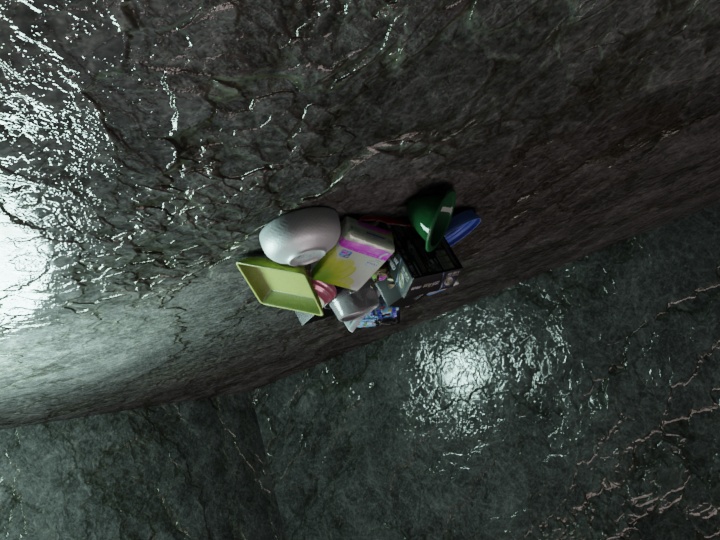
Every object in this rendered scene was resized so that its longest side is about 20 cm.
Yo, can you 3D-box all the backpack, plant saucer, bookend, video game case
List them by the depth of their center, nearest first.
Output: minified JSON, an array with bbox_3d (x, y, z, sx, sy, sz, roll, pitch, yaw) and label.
[{"bbox_3d":[-0.198,0.032,1.404,0.195,0.049,0.202,9,147,19],"label":"plant saucer"},{"bbox_3d":[-0.167,0.054,1.539,0.196,0.052,0.201,14,157,6],"label":"plant saucer"},{"bbox_3d":[0.011,0.099,1.808,0.202,0.023,0.182,-54,-166,1],"label":"video game case"},{"bbox_3d":[-0.097,0.079,1.818,0.197,0.093,0.199,-14,159,-50],"label":"bookend"},{"bbox_3d":[0.039,0.109,1.951,0.195,0.187,0.135,-7,158,4],"label":"backpack"}]

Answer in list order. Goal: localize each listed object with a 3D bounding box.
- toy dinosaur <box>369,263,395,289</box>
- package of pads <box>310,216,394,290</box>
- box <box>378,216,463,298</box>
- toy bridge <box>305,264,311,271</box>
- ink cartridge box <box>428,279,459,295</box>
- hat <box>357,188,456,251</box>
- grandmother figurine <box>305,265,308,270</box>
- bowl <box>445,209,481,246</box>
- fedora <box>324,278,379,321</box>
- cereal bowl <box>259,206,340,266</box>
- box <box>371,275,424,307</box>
[{"bbox_3d":[0.076,-0.003,1.486,0.195,0.102,0.059,-8,125,17],"label":"toy dinosaur"},{"bbox_3d":[-0.019,-0.038,1.394,0.152,0.069,0.200,16,136,-31],"label":"package of pads"},{"bbox_3d":[0.151,-0.044,1.446,0.161,0.202,0.087,-12,147,-25],"label":"box"},{"bbox_3d":[-0.121,-0.030,1.451,0.198,0.027,0.068,18,105,-43],"label":"toy bridge"},{"bbox_3d":[0.250,0.000,1.892,0.126,0.128,0.199,-22,165,17],"label":"ink cartridge box"},{"bbox_3d":[0.129,-0.157,1.372,0.173,0.169,0.199,25,-174,19],"label":"hat"},{"bbox_3d":[-0.155,0.013,1.593,0.119,0.062,0.200,12,157,-21],"label":"grandmother figurine"},{"bbox_3d":[0.266,-0.112,1.614,0.198,0.040,0.201,-30,168,-7],"label":"bowl"},{"bbox_3d":[-0.010,0.094,1.657,0.197,0.092,0.177,-21,164,-24],"label":"fedora"},{"bbox_3d":[-0.135,-0.067,1.274,0.196,0.085,0.200,-17,166,-4],"label":"cereal bowl"},{"bbox_3d":[0.140,0.020,1.623,0.147,0.126,0.199,-36,164,17],"label":"box"}]
